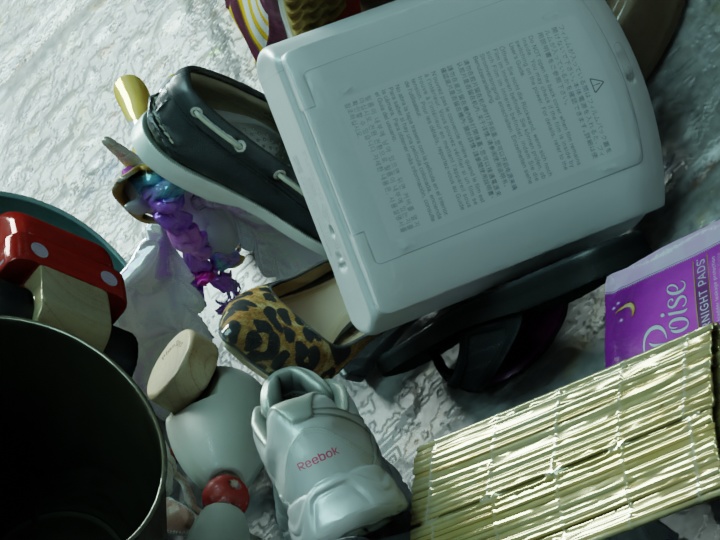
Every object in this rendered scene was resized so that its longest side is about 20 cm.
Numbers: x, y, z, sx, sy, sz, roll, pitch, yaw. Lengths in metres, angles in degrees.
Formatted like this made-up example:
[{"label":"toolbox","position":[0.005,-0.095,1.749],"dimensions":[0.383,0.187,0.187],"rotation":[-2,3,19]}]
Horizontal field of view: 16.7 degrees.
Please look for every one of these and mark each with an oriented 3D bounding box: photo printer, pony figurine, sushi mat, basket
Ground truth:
[{"label":"photo printer","position":[0.063,-0.075,1.337],"dimensions":[0.200,0.166,0.069],"rotation":[-22,1,-16]},{"label":"pony figurine","position":[-0.099,-0.029,1.528],"dimensions":[0.167,0.193,0.200],"rotation":[-28,19,11]},{"label":"sushi mat","position":[0.100,0.098,1.205],"dimensions":[0.200,0.012,0.096],"rotation":[-26,49,37]},{"label":"basket","position":[-0.165,0.149,1.281],"dimensions":[0.136,0.200,0.180],"rotation":[-36,55,-24]}]

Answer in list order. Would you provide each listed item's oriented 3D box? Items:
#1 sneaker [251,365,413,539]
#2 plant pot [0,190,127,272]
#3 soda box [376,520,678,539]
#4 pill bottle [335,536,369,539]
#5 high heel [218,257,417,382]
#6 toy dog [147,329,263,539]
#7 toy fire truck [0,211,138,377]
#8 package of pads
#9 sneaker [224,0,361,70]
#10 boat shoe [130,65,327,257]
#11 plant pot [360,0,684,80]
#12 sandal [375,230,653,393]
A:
[{"label":"sneaker","position":[-0.019,0.099,1.332],"dimensions":[0.078,0.099,0.200],"rotation":[-23,-5,-7]},{"label":"plant pot","position":[-0.250,0.067,1.621],"dimensions":[0.134,0.200,0.200],"rotation":[123,156,-47]},{"label":"soda box","position":[0.064,0.169,1.263],"dimensions":[0.200,0.063,0.068],"rotation":[-19,48,39]},{"label":"pill bottle","position":[0.036,0.227,1.172],"dimensions":[0.200,0.106,0.106],"rotation":[40,94,26]},{"label":"high heel","position":[0.000,0.000,1.377],"dimensions":[0.071,0.200,0.143],"rotation":[46,105,19]},{"label":"toy dog","position":[-0.096,0.126,1.436],"dimensions":[0.096,0.132,0.200],"rotation":[-50,2,34]},{"label":"toy fire truck","position":[-0.207,0.031,1.475],"dimensions":[0.176,0.129,0.200],"rotation":[-48,34,29]},{"label":"package of pads","position":[0.214,0.022,1.203],"dimensions":[0.200,0.076,0.121],"rotation":[-28,42,32]},{"label":"sneaker","position":[-0.042,-0.168,1.367],"dimensions":[0.075,0.200,0.090],"rotation":[-35,56,-26]},{"label":"boat shoe","position":[-0.034,-0.060,1.440],"dimensions":[0.060,0.200,0.076],"rotation":[-51,34,33]},{"label":"plant pot","position":[0.065,-0.183,1.456],"dimensions":[0.200,0.175,0.200],"rotation":[-30,42,32]},{"label":"sandal","position":[0.081,0.034,1.348],"dimensions":[0.200,0.075,0.048],"rotation":[-27,83,45]}]
